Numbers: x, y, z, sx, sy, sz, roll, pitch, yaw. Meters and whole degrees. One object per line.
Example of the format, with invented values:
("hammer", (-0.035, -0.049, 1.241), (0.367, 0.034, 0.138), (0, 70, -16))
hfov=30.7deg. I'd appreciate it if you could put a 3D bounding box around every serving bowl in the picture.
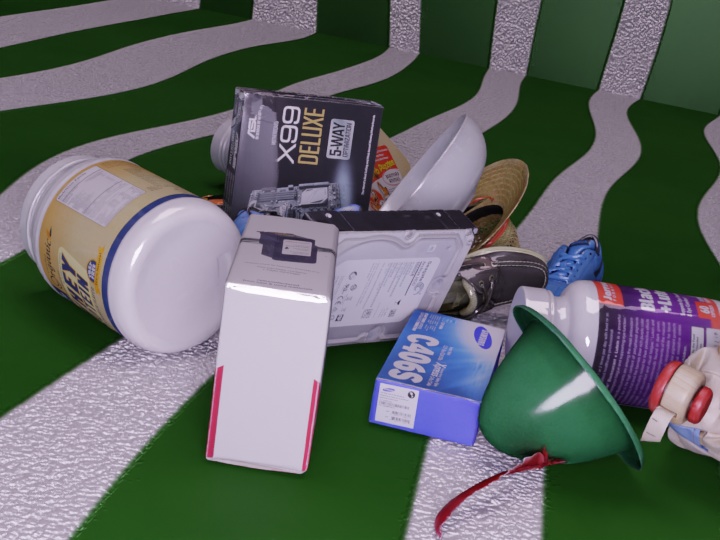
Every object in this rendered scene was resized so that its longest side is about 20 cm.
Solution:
("serving bowl", (0.080, -0.081, 1.494), (0.066, 0.200, 0.200), (39, 16, -7))

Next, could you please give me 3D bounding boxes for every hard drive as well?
("hard drive", (0.009, 0.008, 1.250), (0.198, 0.141, 0.038), (-3, 39, -41))

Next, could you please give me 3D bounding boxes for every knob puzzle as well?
("knob puzzle", (0.006, -0.117, 1.642), (0.030, 0.221, 0.219), (-28, -4, 31))

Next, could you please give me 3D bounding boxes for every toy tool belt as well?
("toy tool belt", (0.320, 0.122, 1.086), (0.122, 0.126, 0.200), (27, 6, 26))

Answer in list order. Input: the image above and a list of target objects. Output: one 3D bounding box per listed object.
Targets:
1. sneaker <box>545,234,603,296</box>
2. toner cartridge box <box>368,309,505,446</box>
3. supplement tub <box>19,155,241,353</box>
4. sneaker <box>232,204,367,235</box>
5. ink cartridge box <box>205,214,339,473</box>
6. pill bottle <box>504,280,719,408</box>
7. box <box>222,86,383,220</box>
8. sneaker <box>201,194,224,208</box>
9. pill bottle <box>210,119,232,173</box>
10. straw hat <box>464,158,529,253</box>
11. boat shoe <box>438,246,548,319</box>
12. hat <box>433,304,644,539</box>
("sneaker", (0.231, 0.005, 1.499), (0.065, 0.079, 0.200), (19, 21, 21))
("toner cartridge box", (0.074, 0.093, 1.192), (0.094, 0.044, 0.200), (13, 18, 8))
("supplement tub", (-0.216, -0.022, 1.222), (0.143, 0.146, 0.199), (-7, 23, -42))
("sneaker", (-0.084, -0.031, 1.269), (0.198, 0.090, 0.079), (-18, -29, 19))
("ink cartridge box", (-0.068, 0.052, 1.068), (0.083, 0.147, 0.200), (8, 17, -1))
("pill bottle", (0.241, 0.070, 1.238), (0.197, 0.113, 0.112), (8, 17, -5))
("box", (-0.068, -0.092, 1.428), (0.156, 0.202, 0.050), (4, 14, -19))
("sneaker", (-0.107, -0.059, 1.523), (0.198, 0.071, 0.090), (4, 21, -12))
("pill bottle", (-0.103, -0.139, 1.719), (0.199, 0.106, 0.104), (21, 20, 36))
("straw hat", (0.142, -0.034, 1.534), (0.085, 0.201, 0.201), (47, 5, -21))
("boat shoe", (0.110, 0.022, 1.394), (0.198, 0.073, 0.066), (-4, 30, -11))
("hat", (0.114, 0.142, 1.073), (0.166, 0.176, 0.200), (48, -6, 38))
